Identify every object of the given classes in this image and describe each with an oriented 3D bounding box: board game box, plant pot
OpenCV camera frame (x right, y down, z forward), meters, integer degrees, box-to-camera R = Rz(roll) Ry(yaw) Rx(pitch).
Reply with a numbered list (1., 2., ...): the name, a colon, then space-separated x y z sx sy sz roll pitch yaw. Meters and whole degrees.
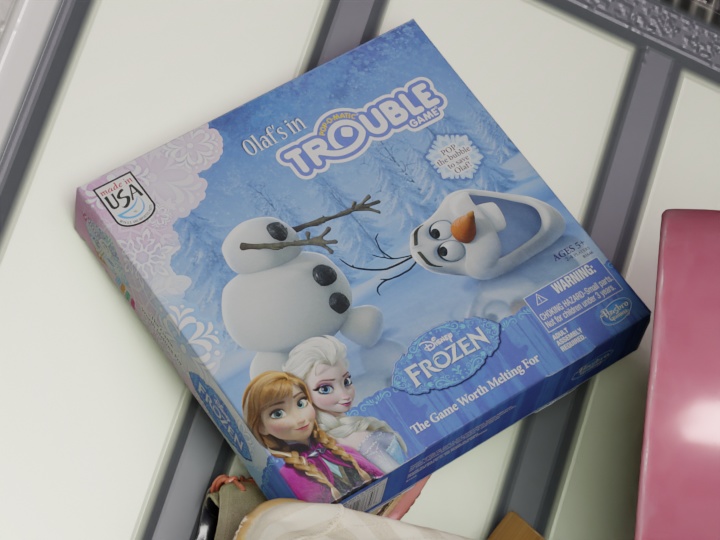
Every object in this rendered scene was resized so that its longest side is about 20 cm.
1. board game box: 0.000 0.000 1.098 0.199 0.043 0.199 -29 67 -22
2. plant pot: 0.216 0.075 1.044 0.178 0.200 0.201 4 76 8

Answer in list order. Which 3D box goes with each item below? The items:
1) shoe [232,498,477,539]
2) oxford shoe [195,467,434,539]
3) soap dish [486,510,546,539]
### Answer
1. shoe: 0.038 0.151 1.011 0.199 0.053 0.070 20 79 -25
2. oxford shoe: -0.031 0.114 1.085 0.075 0.070 0.200 44 68 -3
3. soap dish: 0.077 0.237 1.090 0.157 0.081 0.200 42 70 -7
